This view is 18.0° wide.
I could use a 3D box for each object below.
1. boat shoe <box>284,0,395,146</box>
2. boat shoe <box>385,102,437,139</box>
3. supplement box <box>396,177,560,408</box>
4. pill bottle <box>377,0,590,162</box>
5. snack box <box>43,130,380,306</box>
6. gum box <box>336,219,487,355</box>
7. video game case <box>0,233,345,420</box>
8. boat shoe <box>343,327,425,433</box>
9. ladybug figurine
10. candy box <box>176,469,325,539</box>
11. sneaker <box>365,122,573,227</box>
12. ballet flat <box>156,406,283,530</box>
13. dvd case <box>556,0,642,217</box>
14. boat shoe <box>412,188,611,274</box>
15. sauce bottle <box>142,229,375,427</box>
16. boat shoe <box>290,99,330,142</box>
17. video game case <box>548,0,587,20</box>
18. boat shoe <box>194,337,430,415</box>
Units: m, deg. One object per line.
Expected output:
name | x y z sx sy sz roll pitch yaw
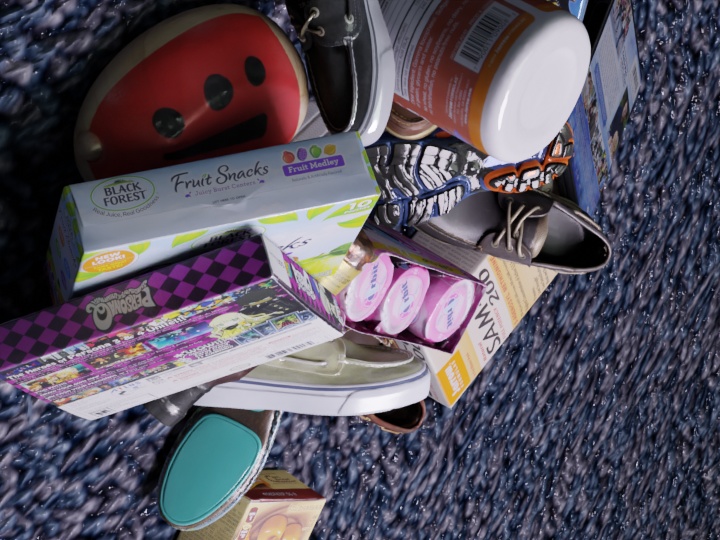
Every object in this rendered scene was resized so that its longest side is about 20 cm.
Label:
boat shoe | -0.024 -0.183 1.537 0.056 0.068 0.202 -5 87 -44
boat shoe | 0.072 -0.192 1.715 0.201 0.072 0.068 -58 177 -14
supplement box | 0.098 0.000 1.952 0.200 0.073 0.126 -51 150 -15
pill bottle | 0.052 -0.165 1.591 0.112 0.199 0.113 -37 145 -33
snack box | -0.100 -0.025 1.491 0.199 0.053 0.142 -12 161 -18
gum box | 0.000 0.000 1.753 0.200 0.113 0.066 17 102 -61
video game case | -0.127 0.042 1.520 0.199 0.036 0.181 -19 163 10
boat shoe | 0.008 0.083 1.871 0.071 0.070 0.200 -50 156 -1
ladybug figurine | -0.106 -0.103 1.520 0.199 0.072 0.137 -28 133 -40
candy box | -0.116 0.263 1.876 0.115 0.055 0.201 7 110 -58
sneaker | 0.062 -0.088 1.766 0.198 0.079 0.076 -9 117 -12
ballet flat | -0.090 0.112 1.772 0.201 0.074 0.074 -58 152 4
dvd case | 0.203 -0.146 1.958 0.143 0.017 0.201 73 32 -47
boat shoe | 0.125 -0.043 1.843 0.199 0.073 0.075 11 97 -35
sauce bottle | -0.079 0.031 1.635 0.200 0.066 0.066 -41 154 12
boat shoe | -0.096 -0.045 1.620 0.200 0.072 0.071 -42 163 -20
video game case | 0.164 -0.250 1.769 0.182 0.045 0.201 -71 174 -60
boat shoe | -0.044 0.068 1.698 0.198 0.072 0.063 1 108 -11
